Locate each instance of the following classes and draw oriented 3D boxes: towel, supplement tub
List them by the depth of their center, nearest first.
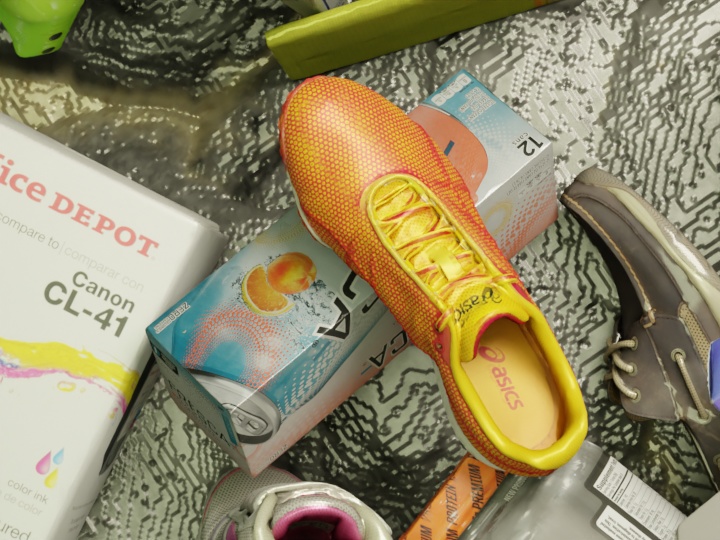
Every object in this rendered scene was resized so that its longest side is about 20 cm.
[{"bbox_3d":[0.114,0.162,1.124,0.200,0.123,0.123,38,91,4],"label":"supplement tub"},{"bbox_3d":[0.054,-0.133,1.152,0.199,0.086,0.018,-17,80,3],"label":"towel"}]

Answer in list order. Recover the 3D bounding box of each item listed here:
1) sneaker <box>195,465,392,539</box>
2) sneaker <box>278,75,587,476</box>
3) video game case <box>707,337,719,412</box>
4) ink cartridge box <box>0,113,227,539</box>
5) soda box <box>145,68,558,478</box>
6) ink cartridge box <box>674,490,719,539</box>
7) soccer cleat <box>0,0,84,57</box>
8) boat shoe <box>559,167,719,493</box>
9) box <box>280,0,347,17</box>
[{"bbox_3d":[-0.022,0.130,1.100,0.081,0.200,0.089,1,113,-19],"label":"sneaker"},{"bbox_3d":[0.038,-0.003,1.053,0.073,0.077,0.200,-37,92,-14],"label":"sneaker"},{"bbox_3d":[0.279,0.056,1.038,0.200,0.046,0.181,-31,118,26],"label":"video game case"},{"bbox_3d":[-0.174,0.037,1.157,0.147,0.086,0.201,26,92,4],"label":"ink cartridge box"},{"bbox_3d":[0.000,0.000,1.127,0.200,0.068,0.064,-41,62,-16],"label":"soda box"},{"bbox_3d":[0.251,0.144,1.027,0.200,0.086,0.148,34,124,-17],"label":"ink cartridge box"},{"bbox_3d":[-0.193,-0.191,1.181,0.067,0.081,0.200,-19,66,-27],"label":"soccer cleat"},{"bbox_3d":[0.150,0.043,1.149,0.073,0.074,0.200,-36,85,2],"label":"boat shoe"},{"bbox_3d":[-0.067,-0.207,1.105,0.176,0.200,0.097,34,90,4],"label":"box"}]
